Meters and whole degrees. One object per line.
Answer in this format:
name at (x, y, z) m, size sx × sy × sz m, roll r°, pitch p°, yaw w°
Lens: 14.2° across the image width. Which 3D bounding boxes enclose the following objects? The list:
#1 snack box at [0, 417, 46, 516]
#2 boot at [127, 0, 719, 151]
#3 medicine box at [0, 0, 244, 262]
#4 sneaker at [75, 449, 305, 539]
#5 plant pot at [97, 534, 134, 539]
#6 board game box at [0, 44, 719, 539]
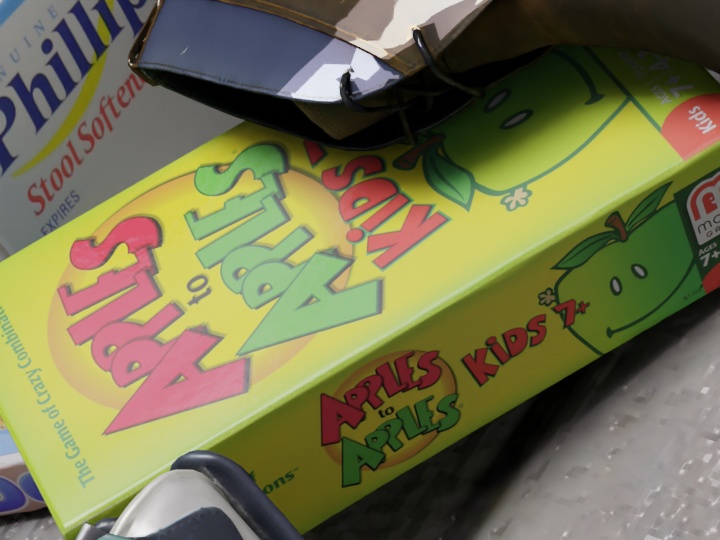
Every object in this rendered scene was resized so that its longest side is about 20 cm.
snack box at (-0.066, 0.030, 0.841) m, size 0.199 × 0.024 × 0.072 m, roll -14°, pitch 44°, yaw 31°
boot at (0.032, -0.059, 0.734) m, size 0.199 × 0.075 × 0.097 m, roll 27°, pitch 87°, yaw 30°
medicine box at (-0.123, -0.073, 0.904) m, size 0.199 × 0.103 × 0.182 m, roll 4°, pitch 49°, yaw 45°
sneaker at (-0.006, 0.099, 0.636) m, size 0.198 × 0.130 × 0.080 m, roll 7°, pitch 58°, yaw 43°
plant pot at (-0.015, 0.159, 0.524) m, size 0.141 × 0.141 × 0.201 m, roll 9°, pitch 81°, yaw 45°
board game box at (0.000, 0.000, 0.757) m, size 0.199 × 0.048 × 0.102 m, roll -30°, pitch 44°, yaw -6°
